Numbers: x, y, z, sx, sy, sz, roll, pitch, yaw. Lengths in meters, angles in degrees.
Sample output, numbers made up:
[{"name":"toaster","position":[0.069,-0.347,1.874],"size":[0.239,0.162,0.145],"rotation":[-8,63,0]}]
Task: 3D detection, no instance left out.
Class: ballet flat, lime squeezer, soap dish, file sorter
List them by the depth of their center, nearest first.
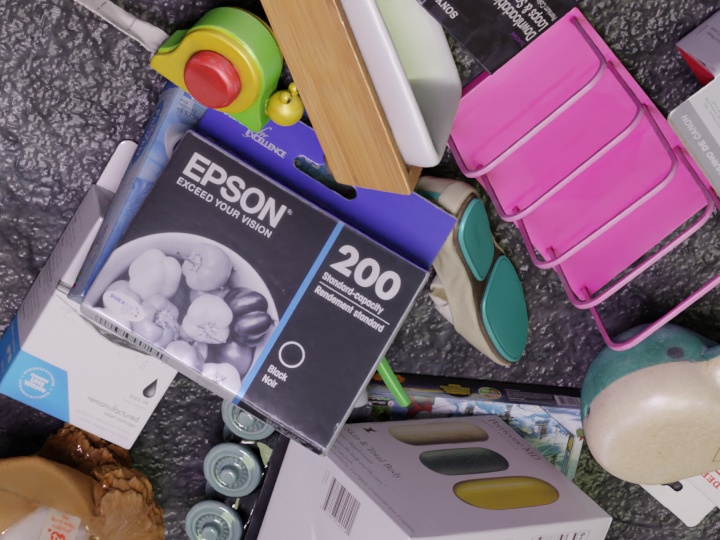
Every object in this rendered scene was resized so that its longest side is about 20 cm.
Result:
[{"name":"soap dish","position":[-0.003,-0.167,1.467],"size":[0.081,0.158,0.201],"rotation":[-14,114,18]},{"name":"lime squeezer","position":[0.000,0.000,1.531],"size":[0.038,0.070,0.201],"rotation":[-4,89,34]},{"name":"file sorter","position":[0.172,-0.063,1.562],"size":[0.139,0.126,0.200],"rotation":[-38,116,10]},{"name":"ballet flat","position":[0.077,-0.001,1.605],"size":[0.069,0.070,0.200],"rotation":[-21,139,1]}]

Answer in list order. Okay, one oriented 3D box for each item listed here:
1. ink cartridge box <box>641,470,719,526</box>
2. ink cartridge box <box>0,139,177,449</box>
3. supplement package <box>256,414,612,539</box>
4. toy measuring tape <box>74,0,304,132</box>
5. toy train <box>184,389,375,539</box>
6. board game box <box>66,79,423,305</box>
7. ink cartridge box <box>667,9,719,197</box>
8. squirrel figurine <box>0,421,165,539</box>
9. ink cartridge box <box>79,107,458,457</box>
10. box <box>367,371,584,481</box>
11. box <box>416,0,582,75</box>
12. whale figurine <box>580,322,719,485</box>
[{"name":"ink cartridge box","position":[0.312,0.129,1.710],"size":[0.116,0.068,0.200],"rotation":[40,104,-23]},{"name":"ink cartridge box","position":[-0.175,0.018,1.575],"size":[0.115,0.067,0.200],"rotation":[26,108,-20]},{"name":"supplement package","position":[0.047,0.211,1.576],"size":[0.199,0.152,0.151],"rotation":[0,118,-39]},{"name":"toy measuring tape","position":[-0.120,-0.167,1.462],"size":[0.200,0.074,0.074],"rotation":[35,107,5]},{"name":"toy train","position":[-0.060,0.153,1.637],"size":[0.113,0.085,0.201],"rotation":[21,114,4]},{"name":"board game box","position":[-0.080,-0.027,1.533],"size":[0.199,0.043,0.200],"rotation":[28,79,-21]},{"name":"ink cartridge box","position":[0.330,-0.110,1.583],"size":[0.175,0.084,0.200],"rotation":[-37,116,3]},{"name":"squirrel figurine","position":[-0.252,0.195,1.592],"size":[0.199,0.186,0.142],"rotation":[-19,95,-34]},{"name":"ink cartridge box","position":[-0.059,-0.007,1.468],"size":[0.198,0.043,0.201],"rotation":[31,77,-2]},{"name":"box","position":[0.072,0.154,1.698],"size":[0.199,0.040,0.138],"rotation":[6,113,-12]},{"name":"box","position":[0.135,-0.232,1.484],"size":[0.200,0.036,0.143],"rotation":[-38,153,11]},{"name":"whale figurine","position":[0.263,0.093,1.614],"size":[0.199,0.104,0.159],"rotation":[-2,142,-12]}]
